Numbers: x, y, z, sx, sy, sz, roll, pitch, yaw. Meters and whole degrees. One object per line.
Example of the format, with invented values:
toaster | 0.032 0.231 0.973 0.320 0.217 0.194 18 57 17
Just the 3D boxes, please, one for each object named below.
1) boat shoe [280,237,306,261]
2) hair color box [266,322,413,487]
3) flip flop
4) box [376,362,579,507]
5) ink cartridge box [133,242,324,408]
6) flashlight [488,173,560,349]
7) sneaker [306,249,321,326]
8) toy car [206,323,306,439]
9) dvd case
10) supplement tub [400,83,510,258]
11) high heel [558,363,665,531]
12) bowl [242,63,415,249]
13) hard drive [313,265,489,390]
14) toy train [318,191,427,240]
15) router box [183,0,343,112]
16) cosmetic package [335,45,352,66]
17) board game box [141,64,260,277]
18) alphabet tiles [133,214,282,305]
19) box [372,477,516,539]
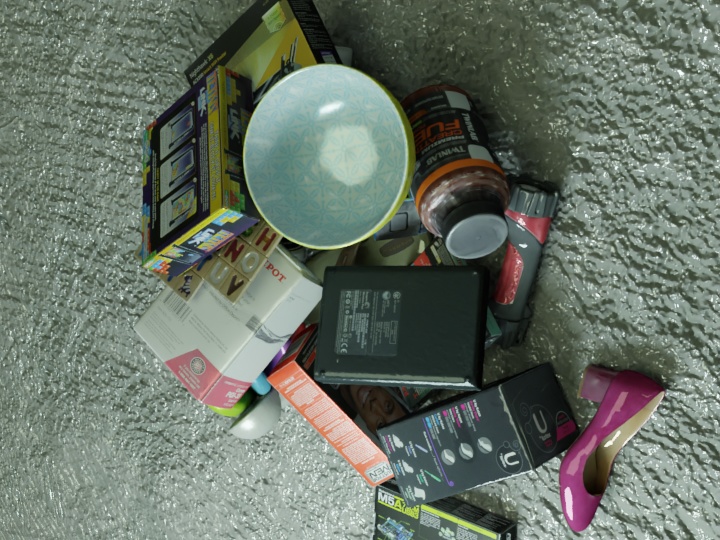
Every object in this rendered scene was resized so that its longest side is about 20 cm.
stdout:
boat shoe | -0.128 -0.076 1.377 0.199 0.073 0.068 -127 34 -54
hair color box | -0.017 0.168 1.305 0.200 0.102 0.061 47 127 -11
flip flop | 0.000 0.000 1.271 0.199 0.058 0.081 -28 107 4
box | 0.140 0.198 1.219 0.200 0.122 0.106 -27 82 39
ink cartridge box | -0.158 0.046 1.250 0.146 0.083 0.200 42 95 27
flashlight | 0.174 -0.009 1.183 0.068 0.068 0.201 33 119 39
sneaker | -0.036 0.033 1.371 0.100 0.075 0.201 37 121 48
toy car | -0.144 0.114 1.385 0.150 0.200 0.175 -39 93 31
dvd case | 0.085 0.065 1.258 0.200 0.022 0.146 -50 57 45
supplement tub | 0.105 -0.110 1.143 0.107 0.107 0.200 -50 40 34
high heel | 0.281 0.209 1.141 0.096 0.067 0.201 15 106 47
bowl | -0.020 -0.127 1.138 0.199 0.108 0.201 3 96 24
hard drive | 0.047 0.064 1.181 0.199 0.033 0.140 0 76 24
toy train | -0.012 -0.092 1.239 0.087 0.199 0.115 90 170 -48
router box | -0.114 -0.230 1.247 0.200 0.052 0.158 -33 78 38
cosmetic package | -0.076 -0.193 1.322 0.074 0.102 0.201 17 108 35
board game box | -0.194 -0.117 1.213 0.165 0.057 0.201 -29 55 37
alphabet tiles | -0.180 -0.044 1.233 0.200 0.008 0.167 34 90 40
box | 0.102 0.392 1.342 0.199 0.047 0.194 13 105 37
